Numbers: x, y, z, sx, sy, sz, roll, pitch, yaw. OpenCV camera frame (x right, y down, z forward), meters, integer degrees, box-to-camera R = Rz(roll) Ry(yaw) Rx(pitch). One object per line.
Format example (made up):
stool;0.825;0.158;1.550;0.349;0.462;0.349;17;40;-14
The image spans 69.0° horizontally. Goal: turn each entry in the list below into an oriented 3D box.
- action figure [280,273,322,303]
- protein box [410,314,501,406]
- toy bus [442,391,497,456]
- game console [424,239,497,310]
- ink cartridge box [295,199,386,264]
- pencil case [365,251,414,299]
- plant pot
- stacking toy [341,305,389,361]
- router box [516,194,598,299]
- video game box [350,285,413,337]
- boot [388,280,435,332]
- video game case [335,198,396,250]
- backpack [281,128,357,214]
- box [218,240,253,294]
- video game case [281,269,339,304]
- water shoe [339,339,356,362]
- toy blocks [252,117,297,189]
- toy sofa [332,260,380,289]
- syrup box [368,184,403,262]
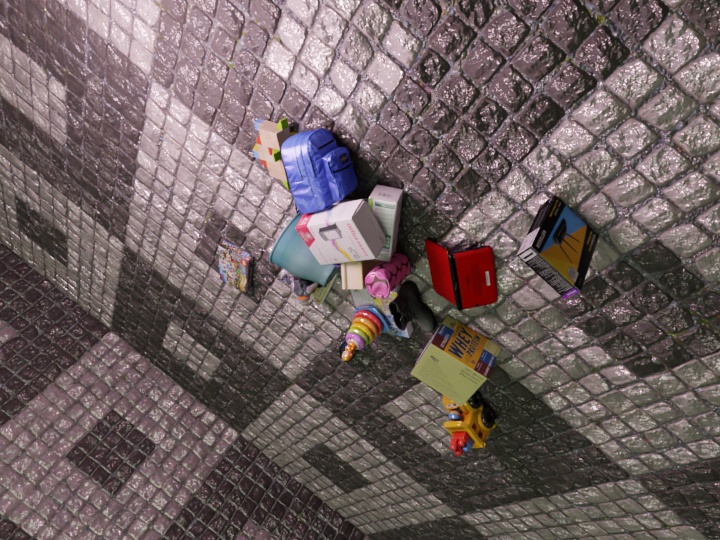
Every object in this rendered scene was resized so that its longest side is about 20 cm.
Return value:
action figure;-0.227;0.026;1.795;0.199;0.105;0.194;-3;116;35
protein box;0.298;0.286;1.660;0.198;0.135;0.200;31;140;9
toy bus;0.352;0.527;1.807;0.135;0.192;0.200;-21;112;47
game console;0.287;0.000;1.490;0.172;0.119;0.201;-12;126;6
ink cartridge box;-0.053;-0.099;1.418;0.199;0.086;0.148;-5;131;38
pencil case;0.083;0.016;1.513;0.090;0.200;0.094;9;112;23
plant pot;-0.147;-0.057;1.609;0.188;0.200;0.200;35;140;4
stacking toy;-0.006;0.217;1.698;0.116;0.200;0.110;-11;121;44
router box;0.448;-0.056;1.177;0.149;0.200;0.051;41;142;-6
video game box;0.071;0.126;1.745;0.182;0.047;0.201;10;133;33
boot;0.155;0.145;1.634;0.070;0.132;0.200;-13;119;42
video game case;-0.005;-0.131;1.575;0.199;0.024;0.183;2;128;35
backpack;-0.108;-0.280;1.412;0.167;0.163;0.201;-11;111;25
box;-0.481;-0.010;2.027;0.136;0.038;0.200;28;139;12
video game case;-0.180;0.013;1.842;0.182;0.023;0.200;35;139;4
water shoe;-0.050;0.301;1.973;0.071;0.079;0.200;31;140;8
toy blocks;-0.256;-0.349;1.514;0.136;0.100;0.201;24;139;34
toy sofa;0.000;0.000;1.548;0.097;0.200;0.083;1;99;24
syrup box;0.063;-0.128;1.458;0.078;0.082;0.201;13;128;10
